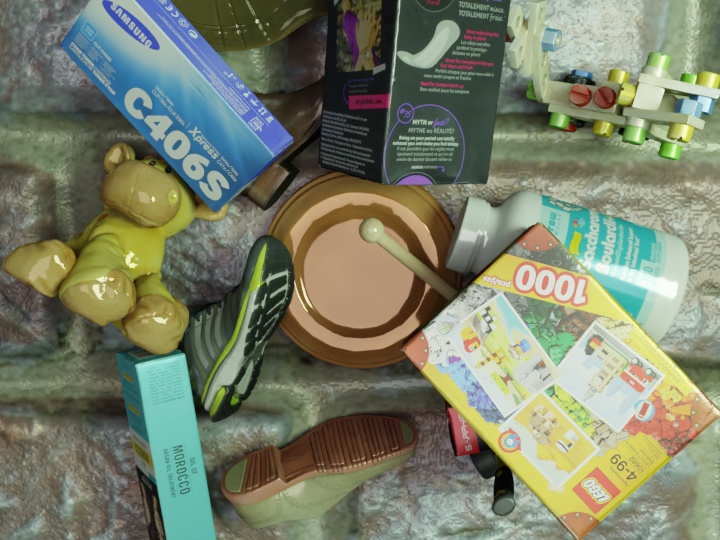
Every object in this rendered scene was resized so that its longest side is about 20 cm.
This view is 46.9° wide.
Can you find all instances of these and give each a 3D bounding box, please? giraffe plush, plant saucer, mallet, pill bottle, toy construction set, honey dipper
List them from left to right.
[{"bbox_3d":[-0.208,-0.032,0.764,0.172,0.200,0.162,33,81,-23],"label":"giraffe plush"},{"bbox_3d":[0.000,0.000,0.808,0.200,0.037,0.200,0,97,3],"label":"plant saucer"},{"bbox_3d":[0.075,0.014,0.766,0.200,0.038,0.038,39,99,-26],"label":"honey dipper"},{"bbox_3d":[0.136,0.174,0.741,0.066,0.200,0.041,-32,87,2],"label":"mallet"},{"bbox_3d":[0.183,-0.006,0.758,0.200,0.111,0.111,17,98,1],"label":"pill bottle"},{"bbox_3d":[0.208,-0.155,0.716,0.200,0.131,0.092,34,106,25],"label":"toy construction set"}]

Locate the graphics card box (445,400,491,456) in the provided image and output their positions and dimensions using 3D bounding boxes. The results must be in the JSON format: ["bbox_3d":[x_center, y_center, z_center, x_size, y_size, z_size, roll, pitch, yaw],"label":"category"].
[{"bbox_3d":[0.177,0.116,0.767,0.200,0.125,0.051,-11,92,6],"label":"graphics card box"}]

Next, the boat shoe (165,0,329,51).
[{"bbox_3d":[-0.077,-0.252,0.750,0.200,0.063,0.073,-21,119,-3],"label":"boat shoe"}]

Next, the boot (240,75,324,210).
[{"bbox_3d":[-0.118,-0.184,0.784,0.200,0.064,0.186,38,96,3],"label":"boot"}]

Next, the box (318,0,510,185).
[{"bbox_3d":[0.045,-0.179,0.713,0.122,0.106,0.200,-4,108,-34],"label":"box"}]

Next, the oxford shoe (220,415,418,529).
[{"bbox_3d":[-0.034,0.202,0.832,0.200,0.071,0.074,-17,121,5],"label":"oxford shoe"}]

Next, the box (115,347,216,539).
[{"bbox_3d":[-0.190,0.176,0.812,0.049,0.082,0.200,-12,99,-28],"label":"box"}]

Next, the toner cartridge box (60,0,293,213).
[{"bbox_3d":[-0.161,-0.156,0.730,0.200,0.043,0.095,47,125,-8],"label":"toner cartridge box"}]

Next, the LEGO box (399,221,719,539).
[{"bbox_3d":[0.153,0.083,0.666,0.149,0.077,0.200,-44,87,5],"label":"LEGO box"}]

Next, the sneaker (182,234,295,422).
[{"bbox_3d":[-0.128,0.050,0.790,0.081,0.074,0.200,32,114,15],"label":"sneaker"}]
